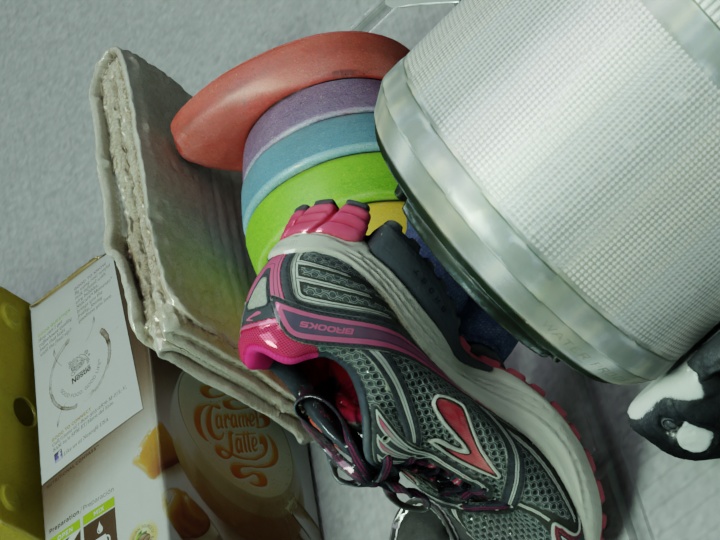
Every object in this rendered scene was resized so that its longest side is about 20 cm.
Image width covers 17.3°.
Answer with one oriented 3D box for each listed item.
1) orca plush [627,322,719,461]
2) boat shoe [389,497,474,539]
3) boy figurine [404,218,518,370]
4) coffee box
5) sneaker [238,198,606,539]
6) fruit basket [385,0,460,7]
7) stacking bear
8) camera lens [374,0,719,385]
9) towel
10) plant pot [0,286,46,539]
[{"bbox_3d":[0.194,0.019,0.910,0.200,0.071,0.105,-44,-4,14],"label":"orca plush"},{"bbox_3d":[0.029,0.175,0.989,0.070,0.066,0.201,-31,48,36],"label":"boat shoe"},{"bbox_3d":[0.061,-0.041,1.040,0.064,0.124,0.201,-25,33,51],"label":"boy figurine"},{"bbox_3d":[-0.088,0.096,1.134,0.080,0.114,0.201,-34,46,27],"label":"coffee box"},{"bbox_3d":[0.022,0.066,0.960,0.080,0.200,0.075,-18,33,47],"label":"sneaker"},{"bbox_3d":[0.115,-0.200,1.054,0.184,0.094,0.201,5,65,24],"label":"fruit basket"},{"bbox_3d":[0.000,0.000,1.101,0.114,0.121,0.201,-39,53,36],"label":"stacking bear"},{"bbox_3d":[0.116,-0.069,0.907,0.200,0.160,0.160,-44,41,14],"label":"camera lens"},{"bbox_3d":[-0.071,-0.012,1.159,0.034,0.132,0.201,-37,41,23],"label":"towel"},{"bbox_3d":[-0.206,0.121,1.210,0.176,0.200,0.201,-28,49,27],"label":"plant pot"}]
